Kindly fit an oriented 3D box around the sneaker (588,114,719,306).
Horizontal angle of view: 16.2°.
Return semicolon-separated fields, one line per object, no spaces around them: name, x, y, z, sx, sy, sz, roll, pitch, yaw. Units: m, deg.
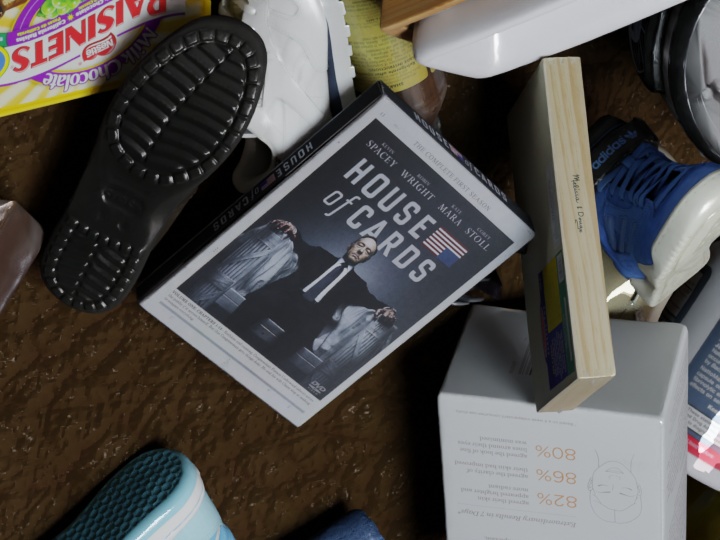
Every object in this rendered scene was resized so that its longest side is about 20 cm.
sneaker;0.176;-0.050;1.586;0.077;0.111;0.200;-39;171;-6

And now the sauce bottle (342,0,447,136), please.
sauce bottle;0.016;-0.132;1.533;0.065;0.065;0.200;-31;131;-17

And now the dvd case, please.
dvd case;-0.014;-0.006;1.537;0.200;0.025;0.150;-39;125;16

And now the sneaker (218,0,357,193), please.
sneaker;-0.053;-0.131;1.481;0.080;0.076;0.200;-22;127;-12

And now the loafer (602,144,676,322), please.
loafer;0.171;0.006;1.726;0.068;0.076;0.200;-12;125;-37

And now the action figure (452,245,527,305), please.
action figure;0.000;0.000;1.601;0.200;0.069;0.130;-11;135;-24

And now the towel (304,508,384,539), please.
towel;-0.064;0.248;1.726;0.200;0.049;0.112;-31;131;-16

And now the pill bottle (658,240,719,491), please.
pill bottle;0.275;0.047;1.798;0.120;0.120;0.200;25;101;-43

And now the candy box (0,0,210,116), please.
candy box;-0.174;-0.141;1.413;0.200;0.026;0.102;-17;130;-27

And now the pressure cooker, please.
pressure cooker;0.264;-0.155;1.619;0.176;0.200;0.179;-35;110;9

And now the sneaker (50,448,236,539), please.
sneaker;-0.155;0.221;1.618;0.200;0.080;0.131;-41;131;-7

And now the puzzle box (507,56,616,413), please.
puzzle box;0.123;-0.019;1.572;0.025;0.133;0.200;-4;79;-8

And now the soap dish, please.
soap dish;0.119;-0.182;1.461;0.200;0.081;0.157;-20;173;18

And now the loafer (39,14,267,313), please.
loafer;-0.122;-0.070;1.465;0.073;0.071;0.200;34;111;-9

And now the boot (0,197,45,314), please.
boot;-0.280;0.028;1.415;0.186;0.064;0.200;13;113;-55

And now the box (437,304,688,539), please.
box;0.140;0.138;1.716;0.106;0.152;0.200;-66;158;-51

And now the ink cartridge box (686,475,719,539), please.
ink cartridge box;0.307;0.138;1.832;0.047;0.198;0.200;30;96;-15
